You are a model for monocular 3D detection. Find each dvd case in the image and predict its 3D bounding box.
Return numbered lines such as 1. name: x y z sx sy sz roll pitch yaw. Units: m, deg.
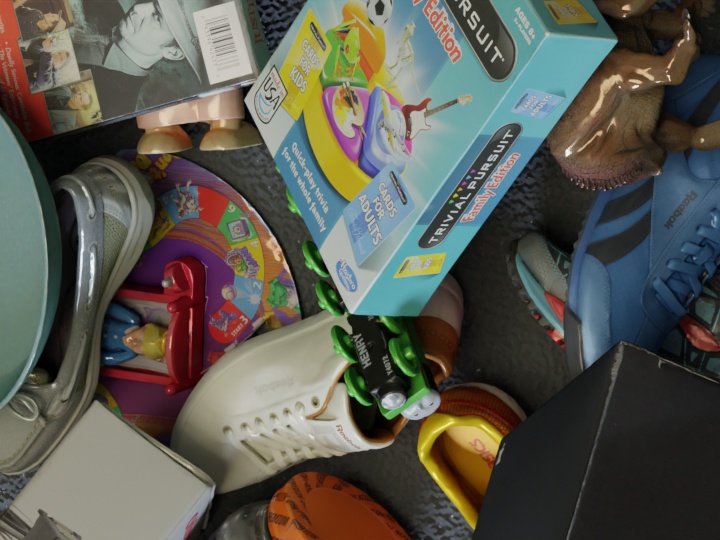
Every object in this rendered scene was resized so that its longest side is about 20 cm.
1. dvd case: -0.152 -0.150 1.609 0.200 0.022 0.146 -14 93 28

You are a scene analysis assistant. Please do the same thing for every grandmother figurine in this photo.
1. grandmother figurine: -0.104 -0.166 1.627 0.121 0.061 0.201 -4 97 -3

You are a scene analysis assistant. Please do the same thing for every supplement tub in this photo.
1. supplement tub: -0.060 0.213 1.644 0.123 0.123 0.200 45 113 9

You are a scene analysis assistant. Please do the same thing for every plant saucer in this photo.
1. plant saucer: -0.223 -0.014 1.627 0.200 0.036 0.201 9 103 43

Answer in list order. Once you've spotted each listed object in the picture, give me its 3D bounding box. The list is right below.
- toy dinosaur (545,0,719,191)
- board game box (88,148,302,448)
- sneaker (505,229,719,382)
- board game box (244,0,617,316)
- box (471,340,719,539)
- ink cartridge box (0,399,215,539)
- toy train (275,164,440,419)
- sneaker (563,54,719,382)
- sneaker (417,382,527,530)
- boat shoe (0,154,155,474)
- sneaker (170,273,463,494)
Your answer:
1. toy dinosaur: 0.111 -0.093 1.468 0.135 0.086 0.200 -23 49 16
2. board game box: -0.133 0.031 1.683 0.200 0.039 0.158 -42 83 24
3. sneaker: 0.170 0.030 1.548 0.200 0.079 0.096 36 92 11
4. board game box: 0.029 -0.099 1.480 0.200 0.047 0.151 -56 48 36
5. box: 0.168 0.145 1.445 0.198 0.200 0.123 22 69 -7
6. ink cartridge box: -0.174 0.182 1.623 0.083 0.145 0.200 37 73 5
7. toy train: 0.000 0.000 1.562 0.042 0.056 0.200 -34 49 18
8. sneaker: 0.160 -0.021 1.485 0.078 0.066 0.200 8 64 29
9. sneaker: 0.103 0.147 1.582 0.200 0.077 0.073 41 114 -1
10. boat shoe: -0.179 0.028 1.651 0.074 0.065 0.202 37 116 20
11. sneaker: -0.030 0.074 1.615 0.200 0.085 0.073 -36 120 25
